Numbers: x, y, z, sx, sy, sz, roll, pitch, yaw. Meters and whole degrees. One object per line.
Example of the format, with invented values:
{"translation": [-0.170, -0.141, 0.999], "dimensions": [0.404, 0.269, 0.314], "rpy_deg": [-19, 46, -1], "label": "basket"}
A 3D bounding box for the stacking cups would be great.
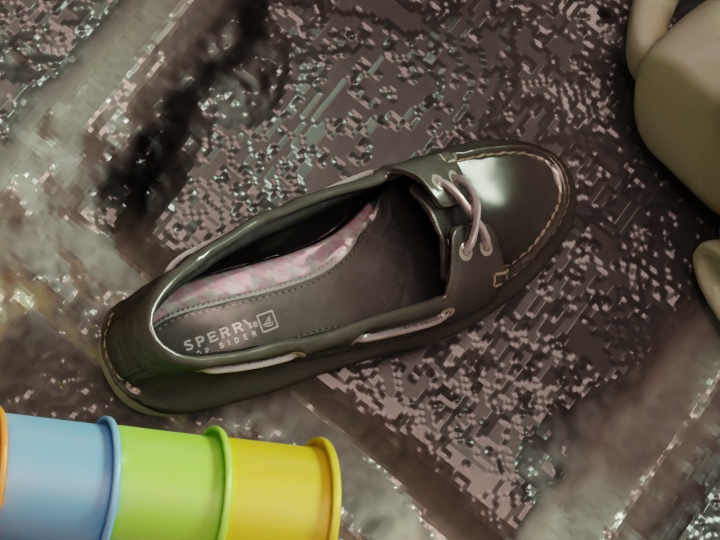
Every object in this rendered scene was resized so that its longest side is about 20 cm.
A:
{"translation": [-0.109, 0.078, 1.024], "dimensions": [0.200, 0.061, 0.061], "rpy_deg": [6, 73, -17], "label": "stacking cups"}

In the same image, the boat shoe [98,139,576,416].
{"translation": [0.000, 0.000, 1.085], "dimensions": [0.200, 0.057, 0.067], "rpy_deg": [-23, 82, -21], "label": "boat shoe"}

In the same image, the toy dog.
{"translation": [0.216, -0.062, 1.140], "dimensions": [0.200, 0.140, 0.194], "rpy_deg": [-22, 45, -19], "label": "toy dog"}
